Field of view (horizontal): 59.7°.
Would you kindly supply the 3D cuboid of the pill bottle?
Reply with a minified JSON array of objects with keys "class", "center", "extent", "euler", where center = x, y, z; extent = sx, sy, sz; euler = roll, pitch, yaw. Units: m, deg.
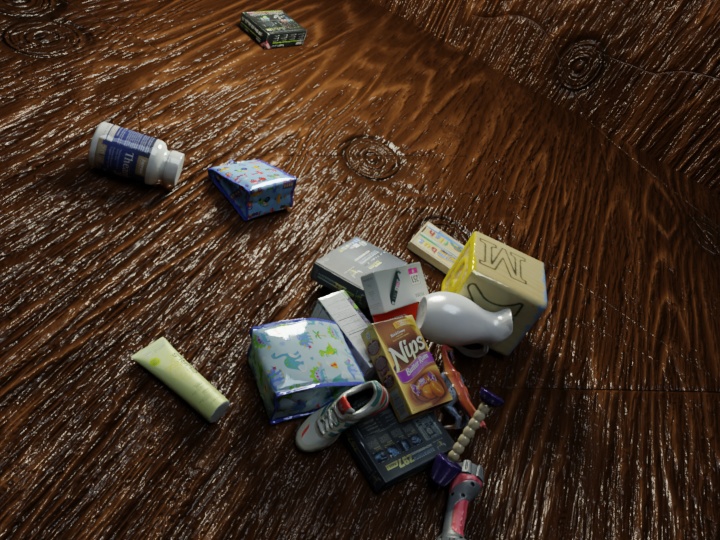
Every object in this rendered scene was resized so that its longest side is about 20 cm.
[{"class":"pill bottle","center":[-0.531,-0.271,1.500],"extent":[0.199,0.111,0.111],"euler":[17,41,-12]}]

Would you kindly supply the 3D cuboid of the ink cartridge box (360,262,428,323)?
[{"class":"ink cartridge box","center":[0.093,0.079,1.432],"extent":[0.200,0.043,0.174],"euler":[-11,84,-53]}]

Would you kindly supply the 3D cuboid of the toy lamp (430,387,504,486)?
[{"class":"toy lamp","center":[0.200,0.321,1.205],"extent":[0.058,0.200,0.058],"euler":[31,-1,0]}]

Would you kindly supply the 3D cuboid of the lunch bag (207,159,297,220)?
[{"class":"lunch bag","center":[-0.288,-0.235,1.625],"extent":[0.150,0.094,0.200],"euler":[-22,51,-39]}]

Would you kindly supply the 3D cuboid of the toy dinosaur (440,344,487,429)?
[{"class":"toy dinosaur","center":[0.211,0.246,1.346],"extent":[0.105,0.200,0.182],"euler":[12,73,-40]}]

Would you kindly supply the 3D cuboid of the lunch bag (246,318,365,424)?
[{"class":"lunch bag","center":[-0.107,0.188,1.241],"extent":[0.199,0.128,0.170],"euler":[-11,52,-24]}]

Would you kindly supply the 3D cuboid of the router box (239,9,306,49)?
[{"class":"router box","center":[-0.319,-0.884,2.293],"extent":[0.150,0.062,0.200],"euler":[45,43,18]}]

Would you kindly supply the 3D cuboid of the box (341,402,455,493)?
[{"class":"box","center":[0.072,0.329,1.248],"extent":[0.199,0.051,0.158],"euler":[-13,54,-38]}]

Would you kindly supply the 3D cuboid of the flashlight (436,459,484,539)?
[{"class":"flashlight","center":[0.190,0.455,1.171],"extent":[0.068,0.068,0.200],"euler":[27,39,-5]}]

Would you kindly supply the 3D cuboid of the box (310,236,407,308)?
[{"class":"box","center":[0.000,0.000,1.508],"extent":[0.157,0.051,0.200],"euler":[30,34,19]}]

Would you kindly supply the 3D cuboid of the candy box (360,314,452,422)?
[{"class":"candy box","center":[0.093,0.197,1.287],"extent":[0.116,0.056,0.201],"euler":[-9,64,-38]}]

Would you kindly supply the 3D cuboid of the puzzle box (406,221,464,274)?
[{"class":"puzzle box","center":[0.240,-0.048,1.754],"extent":[0.200,0.025,0.133],"euler":[34,41,8]}]

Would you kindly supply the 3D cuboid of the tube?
[{"class":"tube","center":[-0.332,0.201,1.167],"extent":[0.200,0.052,0.058],"euler":[37,0,18]}]

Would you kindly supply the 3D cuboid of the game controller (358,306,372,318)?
[{"class":"game controller","center":[0.036,0.069,1.520],"extent":[0.199,0.042,0.104],"euler":[-6,36,-33]}]

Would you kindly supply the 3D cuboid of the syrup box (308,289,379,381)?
[{"class":"syrup box","center":[-0.022,0.147,1.367],"extent":[0.081,0.079,0.200],"euler":[-18,58,-40]}]

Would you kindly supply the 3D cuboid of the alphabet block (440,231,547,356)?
[{"class":"alphabet block","center":[0.324,0.057,1.556],"extent":[0.199,0.196,0.197],"euler":[25,34,-4]}]

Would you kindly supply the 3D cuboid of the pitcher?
[{"class":"pitcher","center":[0.225,0.135,1.449],"extent":[0.199,0.172,0.122],"euler":[13,43,-10]}]

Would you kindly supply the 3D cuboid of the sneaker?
[{"class":"sneaker","center":[-0.042,0.263,1.163],"extent":[0.199,0.093,0.070],"euler":[-30,62,-3]}]
